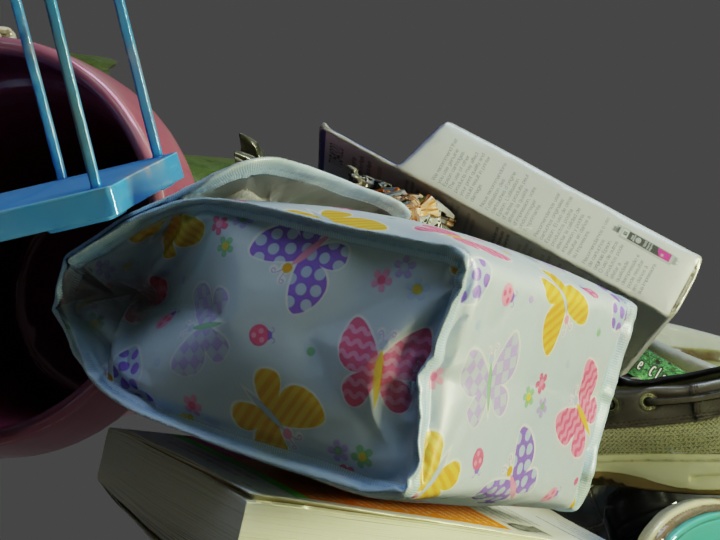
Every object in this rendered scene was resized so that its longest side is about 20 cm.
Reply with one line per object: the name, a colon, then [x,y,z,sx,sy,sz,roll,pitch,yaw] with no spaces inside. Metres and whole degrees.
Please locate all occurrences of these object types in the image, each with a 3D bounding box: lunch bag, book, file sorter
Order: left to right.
file sorter: [-0.198,-0.067,1.084,0.199,0.123,0.139,-13,6,9]
lunch bag: [-0.010,0.024,1.072,0.200,0.127,0.169,13,0,32]
book: [0.001,0.108,1.104,0.200,0.048,0.134,9,10,-32]

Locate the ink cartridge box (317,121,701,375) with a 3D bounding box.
ink cartridge box: [0.073,-0.021,1.325,0.200,0.043,0.196,30,-10,4]

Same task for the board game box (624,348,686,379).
board game box: [0.173,0.066,1.472,0.200,0.023,0.105,31,-7,14]

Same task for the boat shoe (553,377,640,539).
boat shoe: [0.123,0.101,1.351,0.072,0.060,0.202,-18,5,11]

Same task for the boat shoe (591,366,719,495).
boat shoe: [0.102,0.064,1.158,0.199,0.065,0.073,2,5,13]

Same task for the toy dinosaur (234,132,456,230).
toy dinosaur: [0.000,0.000,1.264,0.135,0.102,0.200,5,-31,3]

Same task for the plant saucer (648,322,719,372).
plant saucer: [0.254,0.084,1.584,0.200,0.050,0.200,16,7,-2]

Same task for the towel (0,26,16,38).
towel: [-0.284,-0.088,1.288,0.200,0.035,0.132,-16,-7,27]

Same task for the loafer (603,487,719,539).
loafer: [0.167,0.110,1.262,0.068,0.071,0.200,-27,-15,23]

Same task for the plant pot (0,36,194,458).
plant pot: [-0.153,-0.001,1.254,0.200,0.200,0.179,17,-3,22]

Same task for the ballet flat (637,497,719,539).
ballet flat: [0.174,0.138,1.158,0.200,0.070,0.069,10,10,-44]
